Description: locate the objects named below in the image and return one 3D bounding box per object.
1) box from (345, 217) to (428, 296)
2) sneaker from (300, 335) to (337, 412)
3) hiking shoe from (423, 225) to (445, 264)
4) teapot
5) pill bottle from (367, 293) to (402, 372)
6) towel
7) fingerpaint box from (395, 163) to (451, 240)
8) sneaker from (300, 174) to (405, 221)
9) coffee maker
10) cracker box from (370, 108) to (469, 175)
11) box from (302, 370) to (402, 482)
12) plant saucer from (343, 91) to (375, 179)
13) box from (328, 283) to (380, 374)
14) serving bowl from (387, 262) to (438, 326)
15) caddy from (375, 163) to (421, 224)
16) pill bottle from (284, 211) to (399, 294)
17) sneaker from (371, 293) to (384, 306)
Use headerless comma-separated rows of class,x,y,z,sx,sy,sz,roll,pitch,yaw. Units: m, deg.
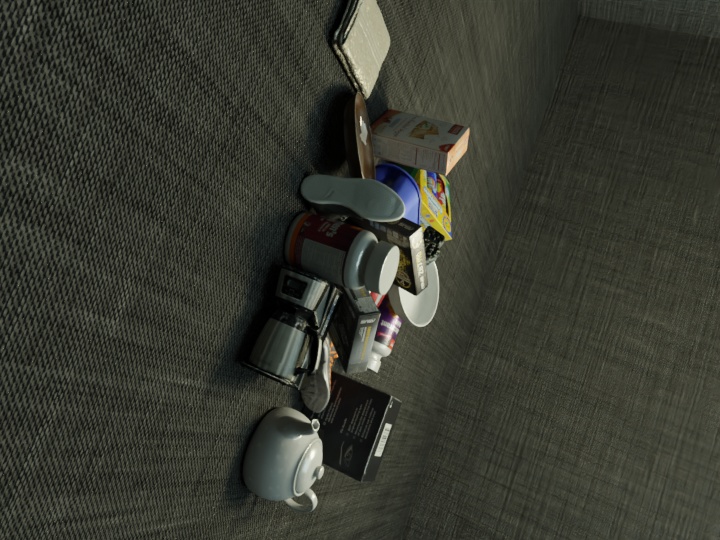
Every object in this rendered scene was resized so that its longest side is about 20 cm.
box,0.054,-0.055,1.386,0.049,0.198,0.164,-35,136,-29
sneaker,-0.076,0.215,1.466,0.112,0.076,0.205,-36,139,-56
hiking shoe,0.142,-0.031,1.497,0.199,0.074,0.088,-35,155,-60
teapot,-0.141,0.395,1.345,0.202,0.143,0.200,-68,160,-11
pill bottle,0.041,0.152,1.673,0.204,0.109,0.111,-68,159,-10
towel,0.004,-0.427,1.217,0.135,0.034,0.200,-68,160,-9
fingerpaint box,0.159,-0.188,1.607,0.200,0.072,0.171,42,44,-51
sneaker,-0.010,-0.126,1.216,0.099,0.195,0.073,64,39,-77
coffee maker,-0.124,0.107,1.219,0.192,0.132,0.204,132,-19,-81
cracker box,0.121,-0.281,1.405,0.134,0.196,0.059,-49,151,-46
box,-0.032,0.359,1.523,0.201,0.196,0.117,-68,158,-9
plant saucer,-0.003,-0.241,1.267,0.200,0.031,0.206,-5,90,-79
box,-0.030,0.078,1.302,0.047,0.202,0.161,-7,132,-21
serving bowl,0.121,0.037,1.613,0.198,0.065,0.206,9,79,-53
caddy,0.064,-0.139,1.456,0.105,0.139,0.203,-50,151,-38
pill bottle,-0.033,-0.030,1.202,0.110,0.196,0.112,-51,151,-43
sneaker,0.000,0.000,1.418,0.110,0.071,0.206,-14,111,-35
